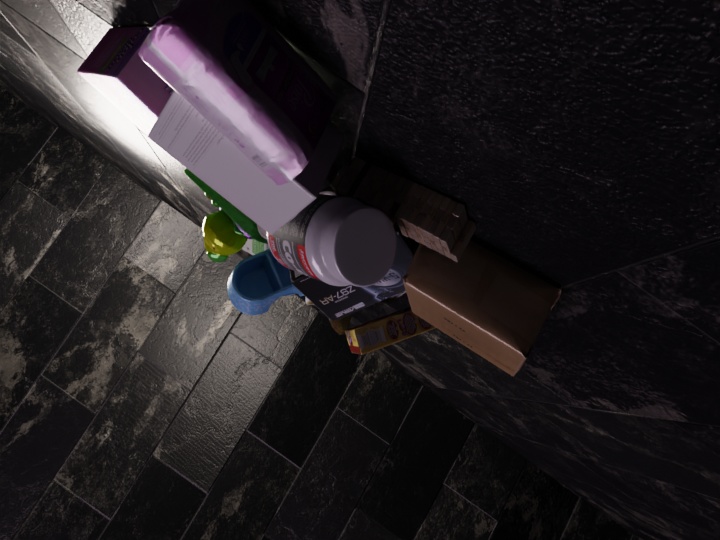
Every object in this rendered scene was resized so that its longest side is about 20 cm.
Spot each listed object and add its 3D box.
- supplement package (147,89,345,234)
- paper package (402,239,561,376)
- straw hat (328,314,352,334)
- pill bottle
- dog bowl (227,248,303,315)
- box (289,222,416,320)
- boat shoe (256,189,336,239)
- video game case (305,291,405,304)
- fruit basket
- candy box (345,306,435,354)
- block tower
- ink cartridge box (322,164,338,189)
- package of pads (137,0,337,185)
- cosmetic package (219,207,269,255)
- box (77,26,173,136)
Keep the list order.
[{"bbox_3d":[-0.139,-0.169,0.712,0.198,0.122,0.120,39,141,-21],"label":"supplement package"},{"bbox_3d":[0.170,0.046,0.830,0.196,0.105,0.191,30,170,17],"label":"paper package"},{"bbox_3d":[-0.013,0.034,1.259,0.082,0.208,0.202,-7,154,16],"label":"straw hat"},{"bbox_3d":[-0.043,-0.044,0.773,0.113,0.116,0.198,40,168,-30],"label":"pill bottle"},{"bbox_3d":[-0.173,0.009,1.141,0.114,0.195,0.050,62,160,16],"label":"dog bowl"},{"bbox_3d":[0.000,0.000,0.951,0.161,0.194,0.045,49,-158,-52],"label":"box"},{"bbox_3d":[-0.094,-0.096,0.961,0.195,0.077,0.060,-14,-178,35],"label":"boat shoe"},{"bbox_3d":[0.003,0.034,1.111,0.192,0.024,0.182,-1,163,-18],"label":"video game case"},{"bbox_3d":[-0.259,-0.109,1.119,0.212,0.220,0.155,31,-178,11],"label":"fruit basket"},{"bbox_3d":[0.072,0.122,1.212,0.117,0.194,0.058,152,98,-77],"label":"candy box"},{"bbox_3d":[0.054,-0.086,0.750,0.196,0.055,0.058,29,169,26],"label":"block tower"},{"bbox_3d":[-0.137,-0.187,0.841,0.117,0.043,0.199,-12,139,43],"label":"ink cartridge box"},{"bbox_3d":[-0.120,-0.201,0.593,0.074,0.123,0.199,-18,132,41],"label":"package of pads"},{"bbox_3d":[-0.255,-0.108,1.373,0.196,0.112,0.083,23,-153,38],"label":"cosmetic package"},{"bbox_3d":[-0.337,-0.293,0.930,0.197,0.098,0.176,23,164,44],"label":"box"}]
